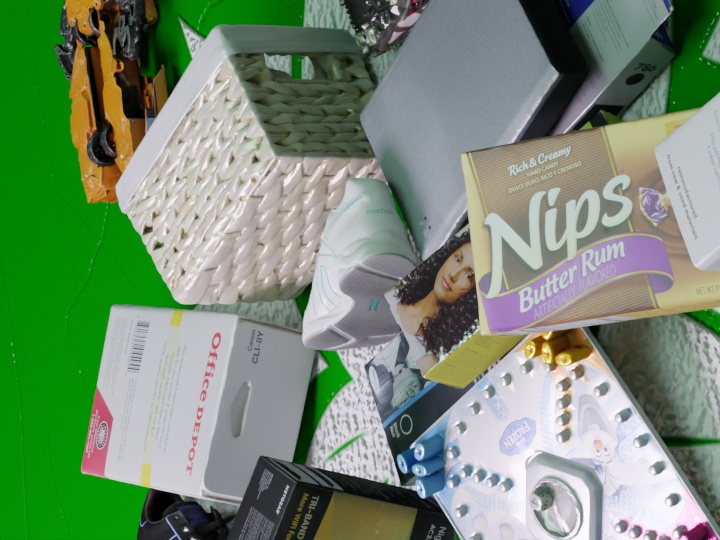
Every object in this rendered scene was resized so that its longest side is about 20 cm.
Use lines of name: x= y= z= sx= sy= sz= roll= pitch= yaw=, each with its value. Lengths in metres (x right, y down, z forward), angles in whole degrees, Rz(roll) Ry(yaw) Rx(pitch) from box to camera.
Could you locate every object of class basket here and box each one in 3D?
basket: x=-0.077 y=-0.076 z=1.706 sx=0.200 sy=0.135 sz=0.124 roll=-54 pitch=51 yaw=40

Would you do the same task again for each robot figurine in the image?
robot figurine: x=-0.214 y=-0.167 z=1.966 sx=0.145 sy=0.058 sz=0.201 roll=-20 pitch=74 yaw=53

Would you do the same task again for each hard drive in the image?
hard drive: x=0.073 y=-0.119 z=1.514 sx=0.200 sy=0.033 sz=0.140 roll=-57 pitch=46 yaw=43

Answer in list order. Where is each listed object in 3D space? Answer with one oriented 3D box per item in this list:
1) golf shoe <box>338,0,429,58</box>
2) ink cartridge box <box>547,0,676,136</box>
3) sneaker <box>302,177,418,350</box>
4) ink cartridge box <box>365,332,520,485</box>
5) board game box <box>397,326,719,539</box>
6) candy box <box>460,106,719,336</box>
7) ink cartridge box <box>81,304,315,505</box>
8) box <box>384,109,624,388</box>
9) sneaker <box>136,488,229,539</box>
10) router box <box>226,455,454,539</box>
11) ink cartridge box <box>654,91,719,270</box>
golf shoe: x=0.035 y=-0.206 z=1.608 sx=0.077 sy=0.088 sz=0.200 roll=68 pitch=166 yaw=-2
ink cartridge box: x=0.145 y=-0.145 z=1.474 sx=0.200 sy=0.039 sz=0.100 roll=-49 pitch=51 yaw=45
sneaker: x=0.000 y=0.000 z=1.629 sx=0.200 sy=0.070 sz=0.081 roll=118 pitch=148 yaw=-62
ink cartridge box: x=0.078 y=0.063 z=1.553 sx=0.200 sy=0.039 sz=0.100 roll=-45 pitch=54 yaw=44
board game box: x=0.127 y=0.155 z=1.459 sx=0.200 sy=0.026 sz=0.200 roll=58 pitch=135 yaw=15
candy box: x=0.165 y=-0.030 z=1.357 sx=0.199 sy=0.056 sz=0.117 roll=-9 pitch=84 yaw=25
ink cartridge box: x=-0.132 y=0.109 z=1.806 sx=0.200 sy=0.083 sz=0.146 roll=4 pitch=81 yaw=55
box: x=0.110 y=-0.011 z=1.457 sx=0.200 sy=0.050 sz=0.075 roll=-41 pitch=56 yaw=22
sneaker: x=-0.129 y=0.237 z=1.830 sx=0.200 sy=0.070 sz=0.078 roll=21 pitch=113 yaw=54
router box: x=-0.035 y=0.243 z=1.588 sx=0.052 sy=0.157 sz=0.201 roll=30 pitch=101 yaw=50
ink cartridge box: x=0.279 y=-0.079 z=1.191 sx=0.200 sy=0.146 sz=0.085 roll=-43 pitch=55 yaw=45
